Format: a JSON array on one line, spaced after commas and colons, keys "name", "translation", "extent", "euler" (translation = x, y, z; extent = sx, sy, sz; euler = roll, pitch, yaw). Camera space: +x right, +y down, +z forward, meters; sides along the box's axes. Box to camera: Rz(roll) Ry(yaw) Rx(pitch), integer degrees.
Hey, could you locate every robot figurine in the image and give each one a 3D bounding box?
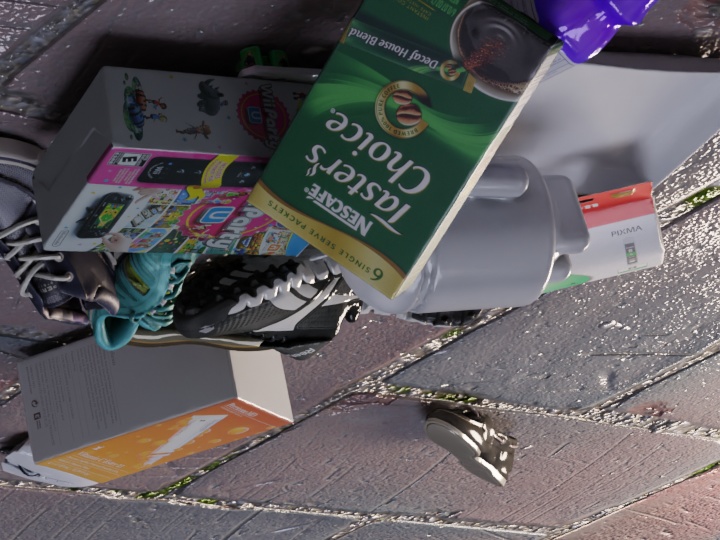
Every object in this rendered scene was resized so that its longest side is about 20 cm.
[{"name": "robot figurine", "translation": [0.065, -0.026, 1.552], "extent": [0.199, 0.113, 0.170], "euler": [-3, 145, -20]}]

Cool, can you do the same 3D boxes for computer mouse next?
[{"name": "computer mouse", "translation": [-0.309, 0.188, 2.052], "extent": [0.199, 0.044, 0.110], "euler": [0, 154, -24]}]

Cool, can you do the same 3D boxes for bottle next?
[{"name": "bottle", "translation": [0.124, -0.169, 1.367], "extent": [0.200, 0.084, 0.065], "euler": [-25, 134, 28]}]

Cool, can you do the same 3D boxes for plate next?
[{"name": "plate", "translation": [0.178, -0.114, 1.588], "extent": [0.199, 0.032, 0.200], "euler": [-1, 155, -25]}]

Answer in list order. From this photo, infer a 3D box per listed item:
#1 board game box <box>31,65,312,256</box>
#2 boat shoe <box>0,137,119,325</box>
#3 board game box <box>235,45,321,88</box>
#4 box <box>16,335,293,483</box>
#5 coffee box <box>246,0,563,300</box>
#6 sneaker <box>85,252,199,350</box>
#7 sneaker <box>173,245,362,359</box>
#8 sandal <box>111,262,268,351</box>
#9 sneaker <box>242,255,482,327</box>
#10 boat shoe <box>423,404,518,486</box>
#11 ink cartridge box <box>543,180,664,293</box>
[{"name": "board game box", "translation": [-0.107, -0.070, 1.452], "extent": [0.199, 0.064, 0.148], "euler": [1, 154, -29]}, {"name": "boat shoe", "translation": [-0.236, -0.025, 1.524], "extent": [0.074, 0.093, 0.200], "euler": [-21, 156, 22]}, {"name": "board game box", "translation": [-0.027, -0.100, 1.533], "extent": [0.199, 0.026, 0.200], "euler": [1, 154, -25]}, {"name": "box", "translation": [-0.179, 0.106, 1.845], "extent": [0.199, 0.098, 0.124], "euler": [-19, 160, 17]}, {"name": "coffee box", "translation": [0.027, -0.094, 1.346], "extent": [0.200, 0.123, 0.044], "euler": [-57, 174, 20]}, {"name": "sneaker", "translation": [-0.155, 0.004, 1.631], "extent": [0.077, 0.080, 0.200], "euler": [2, 159, -33]}, {"name": "sneaker", "translation": [-0.060, 0.031, 1.588], "extent": [0.066, 0.091, 0.200], "euler": [8, -159, 38]}, {"name": "sandal", "translation": [-0.118, 0.023, 1.735], "extent": [0.199, 0.080, 0.054], "euler": [-1, 134, -13]}, {"name": "sneaker", "translation": [0.000, 0.000, 1.720], "extent": [0.199, 0.067, 0.091], "euler": [11, -168, -6]}, {"name": "boat shoe", "translation": [0.118, 0.170, 2.214], "extent": [0.067, 0.057, 0.200], "euler": [19, 165, 26]}, {"name": "ink cartridge box", "translation": [0.168, -0.020, 1.732], "extent": [0.160, 0.050, 0.200], "euler": [-13, 173, 5]}]
